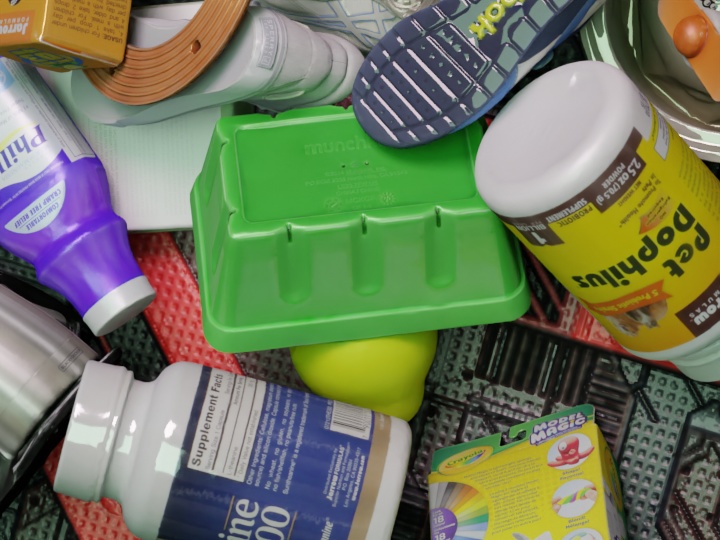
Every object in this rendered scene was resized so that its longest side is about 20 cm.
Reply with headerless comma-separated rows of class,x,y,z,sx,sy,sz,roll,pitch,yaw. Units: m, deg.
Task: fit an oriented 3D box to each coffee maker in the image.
coffee maker,-0.286,0.066,1.628,0.200,0.135,0.192,39,102,1

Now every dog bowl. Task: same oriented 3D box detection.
dog bowl,0.232,-0.163,1.529,0.200,0.074,0.200,1,92,16

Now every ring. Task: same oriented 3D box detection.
ring,-0.113,-0.196,1.531,0.200,0.019,0.201,-14,71,46

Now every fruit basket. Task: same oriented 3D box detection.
fruit basket,0.000,0.000,1.572,0.215,0.216,0.156,-19,55,15

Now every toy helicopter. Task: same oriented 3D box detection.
toy helicopter,0.230,-0.117,1.389,0.132,0.200,0.079,17,96,-3

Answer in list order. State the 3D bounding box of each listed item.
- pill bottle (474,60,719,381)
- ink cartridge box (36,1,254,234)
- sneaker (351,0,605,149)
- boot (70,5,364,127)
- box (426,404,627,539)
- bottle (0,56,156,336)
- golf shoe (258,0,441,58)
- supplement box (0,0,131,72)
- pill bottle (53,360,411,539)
pill bottle,0.163,-0.022,1.491,0.109,0.109,0.200,-38,123,13
ink cartridge box,-0.169,-0.095,1.653,0.200,0.048,0.146,-3,90,17
sneaker,0.083,-0.142,1.489,0.200,0.082,0.074,-40,80,11
boot,-0.088,-0.118,1.570,0.200,0.096,0.074,1,80,49
box,0.102,0.173,1.540,0.117,0.048,0.200,-18,43,15
bottle,-0.203,-0.052,1.606,0.084,0.065,0.200,-36,82,12
golf shoe,0.023,-0.165,1.587,0.200,0.097,0.078,23,59,15
supplement box,-0.174,-0.224,1.542,0.066,0.069,0.200,-1,81,47
pill bottle,-0.078,0.119,1.532,0.200,0.111,0.111,15,95,-3
